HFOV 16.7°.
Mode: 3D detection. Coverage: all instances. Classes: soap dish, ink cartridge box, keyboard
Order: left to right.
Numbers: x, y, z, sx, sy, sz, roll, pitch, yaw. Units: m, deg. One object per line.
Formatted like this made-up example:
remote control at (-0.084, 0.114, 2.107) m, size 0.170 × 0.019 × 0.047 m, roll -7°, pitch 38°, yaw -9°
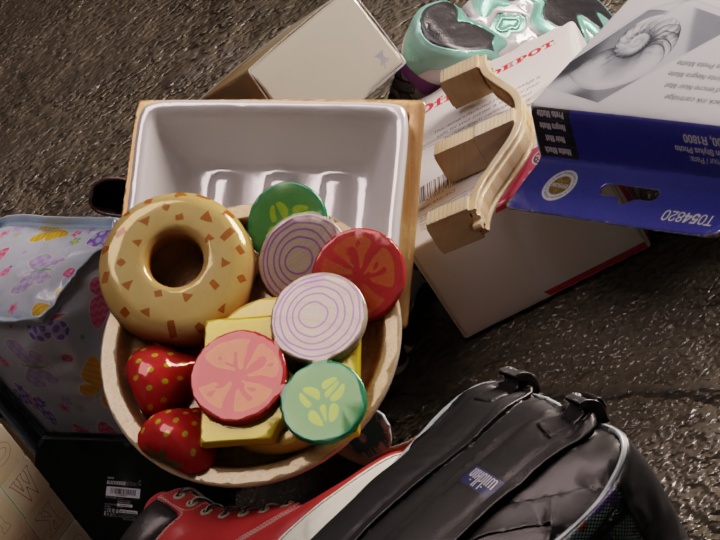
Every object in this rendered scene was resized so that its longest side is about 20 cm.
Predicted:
keyboard at (-0.146, 0.162, 1.627) m, size 0.199 × 0.039 × 0.105 m, roll 0°, pitch 81°, yaw 46°
soap dish at (-0.057, -0.033, 1.617) m, size 0.198 × 0.081 × 0.159 m, roll 1°, pitch 70°, yaw 11°
ink cartridge box at (0.110, -0.066, 1.688) m, size 0.144 × 0.085 × 0.201 m, roll -27°, pitch 28°, yaw 15°
ink cartridge box at (0.202, -0.111, 1.526) m, size 0.199 × 0.041 × 0.200 m, roll 10°, pitch 52°, yaw 51°

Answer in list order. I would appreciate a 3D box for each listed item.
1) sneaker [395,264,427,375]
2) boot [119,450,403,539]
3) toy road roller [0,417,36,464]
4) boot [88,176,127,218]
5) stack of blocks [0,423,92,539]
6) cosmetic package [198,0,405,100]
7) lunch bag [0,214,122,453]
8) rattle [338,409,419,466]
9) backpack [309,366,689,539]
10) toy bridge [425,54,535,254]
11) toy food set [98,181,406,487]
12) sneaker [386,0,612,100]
sneaker at (0.000, 0.000, 1.711) m, size 0.083 × 0.081 × 0.201 m, roll -22°, pitch 32°, yaw 36°
boot at (-0.059, 0.152, 1.500) m, size 0.200 × 0.073 × 0.144 m, roll -38°, pitch 43°, yaw -1°
toy road roller at (-0.292, 0.204, 1.674) m, size 0.200 × 0.123 × 0.146 m, roll -40°, pitch 40°, yaw -3°
boot at (-0.079, -0.040, 1.757) m, size 0.198 × 0.073 × 0.166 m, roll 10°, pitch 9°, yaw 14°
stack of blocks at (-0.242, 0.168, 1.574) m, size 0.115 × 0.201 × 0.059 m, roll -3°, pitch 40°, yaw 44°
cosmetic package at (-0.049, -0.139, 1.828) m, size 0.105 × 0.071 × 0.200 m, roll -40°, pitch 7°, yaw -15°
lunch bag at (-0.215, 0.056, 1.767) m, size 0.199 × 0.170 × 0.127 m, roll 6°, pitch 50°, yaw 49°
rattle at (-0.050, 0.127, 1.576) m, size 0.199 × 0.130 × 0.143 m, roll 32°, pitch 78°, yaw 33°
backpack at (0.056, 0.169, 1.284) m, size 0.199 × 0.151 × 0.177 m, roll -36°, pitch 24°, yaw -17°
toy bridge at (0.082, -0.084, 1.624) m, size 0.067 × 0.027 × 0.201 m, roll -23°, pitch 30°, yaw 19°
toy food set at (-0.067, 0.037, 1.512) m, size 0.196 × 0.049 × 0.201 m, roll -5°, pitch 61°, yaw 10°
sneaker at (0.094, -0.145, 1.852) m, size 0.199 × 0.140 × 0.078 m, roll -10°, pitch 54°, yaw -35°
